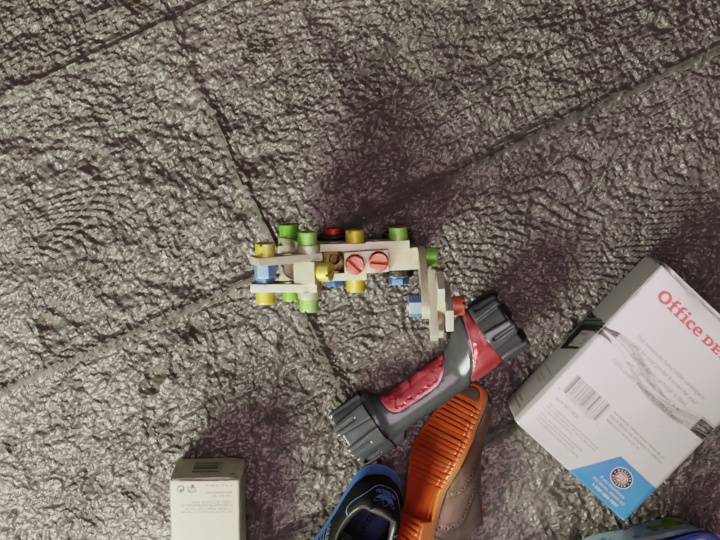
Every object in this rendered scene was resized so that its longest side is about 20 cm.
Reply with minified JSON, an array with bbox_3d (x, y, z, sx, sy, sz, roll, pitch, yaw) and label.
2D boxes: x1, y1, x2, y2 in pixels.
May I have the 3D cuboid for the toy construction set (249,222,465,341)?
[{"bbox_3d":[0.000,0.000,1.286,0.199,0.131,0.093,12,97,-2],"label":"toy construction set"}]

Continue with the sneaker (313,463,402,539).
[{"bbox_3d":[-0.018,0.281,1.335,0.070,0.078,0.201,21,109,-5],"label":"sneaker"}]

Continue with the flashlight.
[{"bbox_3d":[0.062,0.099,1.335,0.200,0.068,0.068,-34,134,7],"label":"flashlight"}]

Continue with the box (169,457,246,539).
[{"bbox_3d":[-0.144,0.285,1.347,0.068,0.082,0.201,0,96,-1],"label":"box"}]

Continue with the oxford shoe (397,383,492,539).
[{"bbox_3d":[0.087,0.206,1.356,0.073,0.071,0.201,21,93,-32],"label":"oxford shoe"}]

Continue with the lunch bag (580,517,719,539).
[{"bbox_3d":[0.271,0.346,1.336,0.160,0.082,0.201,-8,98,-19],"label":"lunch bag"}]

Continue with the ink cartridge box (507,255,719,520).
[{"bbox_3d":[0.259,0.107,1.325,0.145,0.084,0.200,43,96,-6],"label":"ink cartridge box"}]
